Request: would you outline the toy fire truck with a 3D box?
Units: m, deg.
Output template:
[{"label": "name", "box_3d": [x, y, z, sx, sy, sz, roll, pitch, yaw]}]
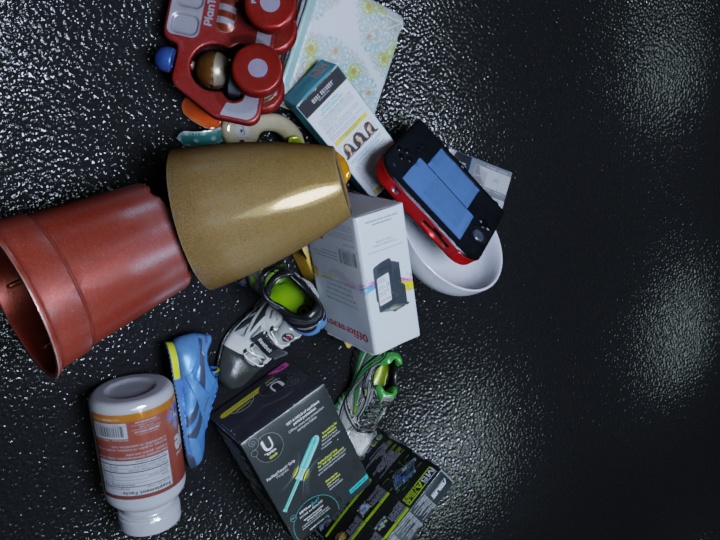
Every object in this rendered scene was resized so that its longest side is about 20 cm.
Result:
[{"label": "toy fire truck", "box_3d": [-0.174, -0.294, 0.993, 0.168, 0.112, 0.200, 12, 88, -4]}]

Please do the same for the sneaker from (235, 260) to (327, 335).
[{"label": "sneaker", "box_3d": [-0.124, 0.008, 1.074, 0.200, 0.083, 0.071, 40, 71, 12]}]

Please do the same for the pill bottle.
[{"label": "pill bottle", "box_3d": [-0.299, 0.251, 1.043, 0.112, 0.112, 0.200, -13, 108, -30]}]

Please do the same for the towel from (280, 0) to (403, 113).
[{"label": "towel", "box_3d": [-0.036, -0.312, 1.120, 0.171, 0.048, 0.200, 17, 92, -37]}]

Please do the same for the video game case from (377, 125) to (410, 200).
[{"label": "video game case", "box_3d": [0.116, -0.130, 1.275, 0.200, 0.019, 0.143, 27, 86, -33]}]

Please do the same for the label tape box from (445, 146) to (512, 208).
[{"label": "label tape box", "box_3d": [0.155, -0.087, 1.261, 0.144, 0.063, 0.200, 14, 93, -33]}]

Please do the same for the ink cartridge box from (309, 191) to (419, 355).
[{"label": "ink cartridge box", "box_3d": [0.000, 0.000, 1.093, 0.083, 0.146, 0.200, -20, 112, -29]}]

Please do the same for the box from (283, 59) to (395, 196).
[{"label": "box", "box_3d": [-0.017, -0.199, 1.104, 0.082, 0.049, 0.200, -46, 128, -5]}]

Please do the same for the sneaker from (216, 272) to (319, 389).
[{"label": "sneaker", "box_3d": [-0.135, 0.093, 1.127, 0.074, 0.088, 0.200, 39, 81, -34]}]

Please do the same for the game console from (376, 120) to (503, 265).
[{"label": "game console", "box_3d": [0.121, -0.116, 1.118, 0.200, 0.031, 0.177, 47, 43, -7]}]

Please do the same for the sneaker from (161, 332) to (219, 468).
[{"label": "sneaker", "box_3d": [-0.231, 0.187, 1.097, 0.078, 0.066, 0.200, -11, 106, -27]}]

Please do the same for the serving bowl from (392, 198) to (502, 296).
[{"label": "serving bowl", "box_3d": [0.117, -0.046, 1.138, 0.200, 0.066, 0.200, 21, 52, -29]}]

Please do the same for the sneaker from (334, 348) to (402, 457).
[{"label": "sneaker", "box_3d": [0.011, 0.212, 1.248, 0.078, 0.085, 0.200, 9, 97, -34]}]

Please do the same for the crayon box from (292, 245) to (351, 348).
[{"label": "crayon box", "box_3d": [-0.020, 0.003, 1.199, 0.126, 0.052, 0.200, -34, 118, -22]}]

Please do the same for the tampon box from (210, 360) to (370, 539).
[{"label": "tampon box", "box_3d": [-0.105, 0.270, 1.162, 0.150, 0.126, 0.200, -34, 116, -22]}]

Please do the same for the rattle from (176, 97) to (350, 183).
[{"label": "rattle", "box_3d": [-0.136, -0.164, 1.038, 0.130, 0.143, 0.200, -50, 129, 5]}]

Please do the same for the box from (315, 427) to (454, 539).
[{"label": "box", "box_3d": [0.023, 0.367, 1.226, 0.200, 0.193, 0.048, -49, 123, -15]}]

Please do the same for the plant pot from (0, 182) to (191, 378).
[{"label": "plant pot", "box_3d": [-0.327, -0.005, 0.930, 0.195, 0.201, 0.201, -30, 116, -33]}]

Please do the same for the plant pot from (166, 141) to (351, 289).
[{"label": "plant pot", "box_3d": [-0.119, -0.091, 0.981, 0.200, 0.186, 0.187, -15, 112, 4]}]
